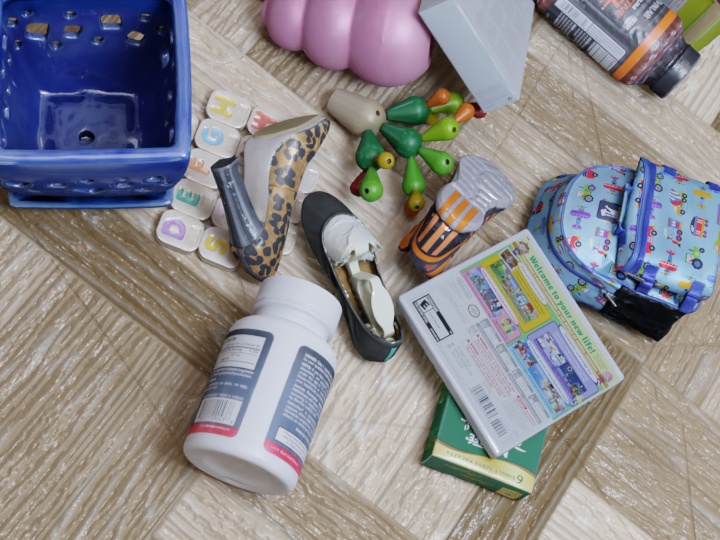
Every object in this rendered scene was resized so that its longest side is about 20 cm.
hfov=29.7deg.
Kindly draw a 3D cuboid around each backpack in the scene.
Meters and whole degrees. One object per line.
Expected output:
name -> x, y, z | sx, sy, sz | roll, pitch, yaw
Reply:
backpack -> 0.296, -0.041, 1.547 | 0.199, 0.135, 0.183 | 22, 65, -5

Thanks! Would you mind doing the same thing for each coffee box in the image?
coffee box -> 0.151, 0.137, 1.484 | 0.123, 0.044, 0.201 | 23, 65, -8

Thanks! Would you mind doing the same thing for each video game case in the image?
video game case -> 0.162, 0.076, 1.475 | 0.182, 0.022, 0.200 | -27, 77, -23

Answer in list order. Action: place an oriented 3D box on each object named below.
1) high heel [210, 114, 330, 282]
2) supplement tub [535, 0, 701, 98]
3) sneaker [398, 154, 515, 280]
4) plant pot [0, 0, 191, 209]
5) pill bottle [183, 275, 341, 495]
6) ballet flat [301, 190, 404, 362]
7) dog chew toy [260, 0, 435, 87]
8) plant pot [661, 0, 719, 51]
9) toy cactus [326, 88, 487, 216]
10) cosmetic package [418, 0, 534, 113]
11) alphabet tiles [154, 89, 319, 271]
high heel -> -0.082, -0.083, 1.492 | 0.200, 0.071, 0.143 | -38, 120, -45
supplement tub -> 0.319, -0.301, 1.664 | 0.200, 0.107, 0.107 | 41, 64, 1
sneaker -> 0.100, -0.058, 1.526 | 0.078, 0.112, 0.200 | 45, 30, 6
plant pot -> -0.277, -0.165, 1.386 | 0.199, 0.180, 0.201 | -1, 71, -11
pill bottle -> -0.091, 0.113, 1.379 | 0.119, 0.120, 0.201 | 24, 65, -7
ballet flat -> 0.000, 0.000, 1.461 | 0.068, 0.068, 0.201 | -23, 87, -28
dog chew toy -> -0.015, -0.280, 1.550 | 0.199, 0.125, 0.125 | 10, 66, 7
plant pot -> 0.425, -0.399, 1.688 | 0.199, 0.200, 0.182 | 41, 70, 0
toy cactus -> 0.038, -0.153, 1.546 | 0.165, 0.102, 0.200 | 32, 66, 17
cosmetic package -> 0.137, -0.302, 1.565 | 0.151, 0.052, 0.200 | 54, 33, -32
alphabet tiles -> -0.149, -0.102, 1.498 | 0.195, 0.015, 0.201 | 22, 66, -8
